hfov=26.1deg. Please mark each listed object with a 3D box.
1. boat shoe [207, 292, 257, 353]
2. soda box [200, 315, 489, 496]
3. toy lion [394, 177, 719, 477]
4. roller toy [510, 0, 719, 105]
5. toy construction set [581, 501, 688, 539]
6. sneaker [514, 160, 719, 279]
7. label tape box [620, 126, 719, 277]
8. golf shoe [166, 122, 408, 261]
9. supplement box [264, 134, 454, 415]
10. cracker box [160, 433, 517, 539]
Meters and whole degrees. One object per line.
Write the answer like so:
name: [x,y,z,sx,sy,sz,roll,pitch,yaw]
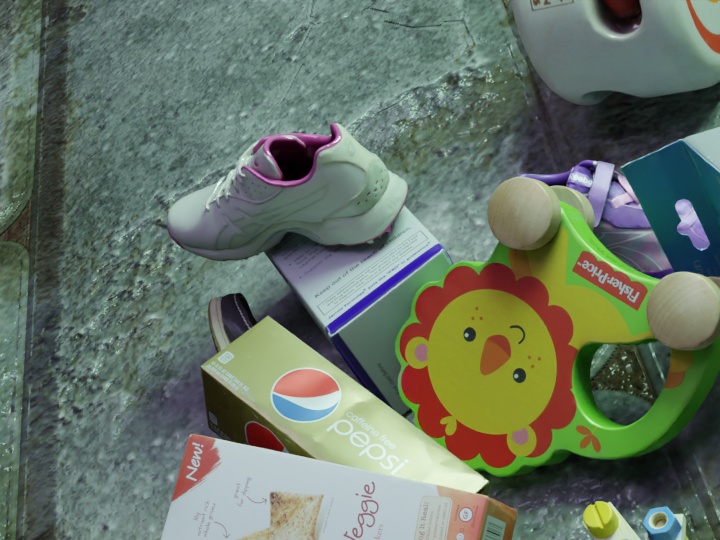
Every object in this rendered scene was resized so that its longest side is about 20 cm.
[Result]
boat shoe: [-0.057,0.085,1.126,0.066,0.072,0.201,-27,44,1]
soda box: [-0.012,0.117,0.996,0.200,0.068,0.064,34,56,29]
toy lion: [0.120,0.053,0.987,0.200,0.069,0.192,33,105,31]
roller toy: [0.195,-0.221,1.162,0.140,0.200,0.183,-5,52,33]
toy construction set: [0.142,0.218,0.829,0.131,0.092,0.200,-28,28,8]
sneaker: [0.181,-0.036,1.061,0.200,0.088,0.081,-2,47,33]
label tape box: [0.277,-0.031,0.939,0.200,0.143,0.066,-19,40,19]
golf shoe: [-0.065,-0.061,1.100,0.200,0.092,0.075,-8,47,32]
supplement box: [0.000,0.000,1.143,0.103,0.101,0.200,-37,39,-4]
cracker box: [-0.023,0.180,0.898,0.200,0.058,0.134,7,76,28]
